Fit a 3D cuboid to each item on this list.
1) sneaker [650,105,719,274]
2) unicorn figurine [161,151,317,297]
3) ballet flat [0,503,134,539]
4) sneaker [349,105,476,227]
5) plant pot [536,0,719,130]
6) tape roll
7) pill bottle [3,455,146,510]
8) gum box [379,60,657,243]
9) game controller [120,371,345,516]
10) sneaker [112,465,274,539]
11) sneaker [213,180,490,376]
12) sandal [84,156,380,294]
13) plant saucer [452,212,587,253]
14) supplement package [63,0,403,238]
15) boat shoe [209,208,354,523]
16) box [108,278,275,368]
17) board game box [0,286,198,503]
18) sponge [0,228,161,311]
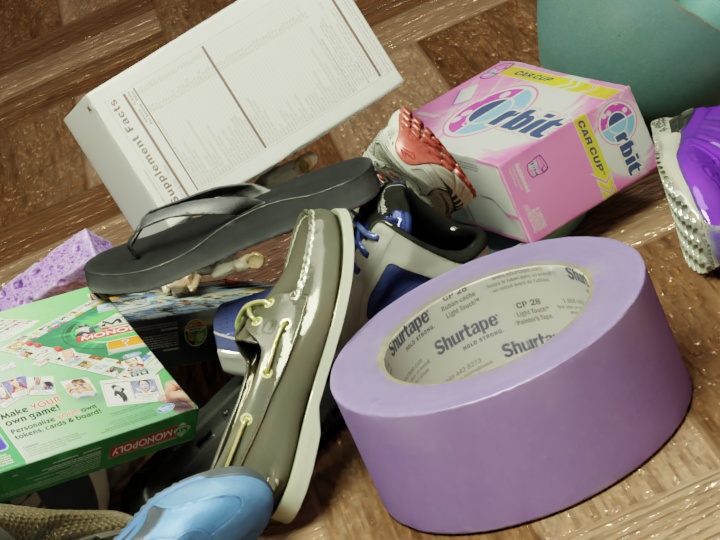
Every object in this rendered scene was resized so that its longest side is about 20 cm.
[{"bbox_3d":[0.250,-0.067,1.625,0.099,0.070,0.200,-16,23,9],"label":"sneaker"},{"bbox_3d":[-0.069,-0.039,1.780,0.200,0.074,0.137,-16,2,-21],"label":"unicorn figurine"},{"bbox_3d":[-0.210,0.163,1.461,0.200,0.067,0.046,4,19,-37],"label":"ballet flat"},{"bbox_3d":[0.023,-0.046,1.680,0.082,0.078,0.200,-38,-11,-14],"label":"sneaker"},{"bbox_3d":[0.208,-0.182,1.821,0.135,0.200,0.200,-53,6,29],"label":"plant pot"},{"bbox_3d":[0.088,0.065,1.457,0.200,0.085,0.200,-21,20,8],"label":"tape roll"},{"bbox_3d":[-0.230,0.143,1.560,0.120,0.120,0.200,-3,29,43],"label":"pill bottle"},{"bbox_3d":[0.108,-0.088,1.755,0.113,0.066,0.200,-31,22,-17],"label":"gum box"},{"bbox_3d":[-0.069,0.108,1.601,0.104,0.042,0.200,10,36,32],"label":"game controller"},{"bbox_3d":[-0.130,0.188,1.430,0.200,0.066,0.078,-30,29,-9],"label":"sneaker"},{"bbox_3d":[0.001,0.000,1.606,0.199,0.115,0.081,-6,28,7],"label":"sneaker"},{"bbox_3d":[-0.087,-0.038,1.589,0.200,0.043,0.076,-22,17,1],"label":"sandal"},{"bbox_3d":[0.085,-0.033,1.778,0.200,0.027,0.200,-21,22,9],"label":"plant saucer"},{"bbox_3d":[-0.092,-0.120,1.733,0.200,0.114,0.110,-33,3,-16],"label":"supplement package"},{"bbox_3d":[-0.049,0.051,1.512,0.072,0.060,0.202,140,143,-71],"label":"boat shoe"},{"bbox_3d":[-0.137,0.039,1.719,0.200,0.040,0.137,-9,9,-36],"label":"box"},{"bbox_3d":[-0.219,0.081,1.517,0.200,0.029,0.135,-17,45,-29],"label":"board game box"},{"bbox_3d":[-0.248,0.047,1.794,0.200,0.030,0.112,-33,-24,13],"label":"sponge"}]
